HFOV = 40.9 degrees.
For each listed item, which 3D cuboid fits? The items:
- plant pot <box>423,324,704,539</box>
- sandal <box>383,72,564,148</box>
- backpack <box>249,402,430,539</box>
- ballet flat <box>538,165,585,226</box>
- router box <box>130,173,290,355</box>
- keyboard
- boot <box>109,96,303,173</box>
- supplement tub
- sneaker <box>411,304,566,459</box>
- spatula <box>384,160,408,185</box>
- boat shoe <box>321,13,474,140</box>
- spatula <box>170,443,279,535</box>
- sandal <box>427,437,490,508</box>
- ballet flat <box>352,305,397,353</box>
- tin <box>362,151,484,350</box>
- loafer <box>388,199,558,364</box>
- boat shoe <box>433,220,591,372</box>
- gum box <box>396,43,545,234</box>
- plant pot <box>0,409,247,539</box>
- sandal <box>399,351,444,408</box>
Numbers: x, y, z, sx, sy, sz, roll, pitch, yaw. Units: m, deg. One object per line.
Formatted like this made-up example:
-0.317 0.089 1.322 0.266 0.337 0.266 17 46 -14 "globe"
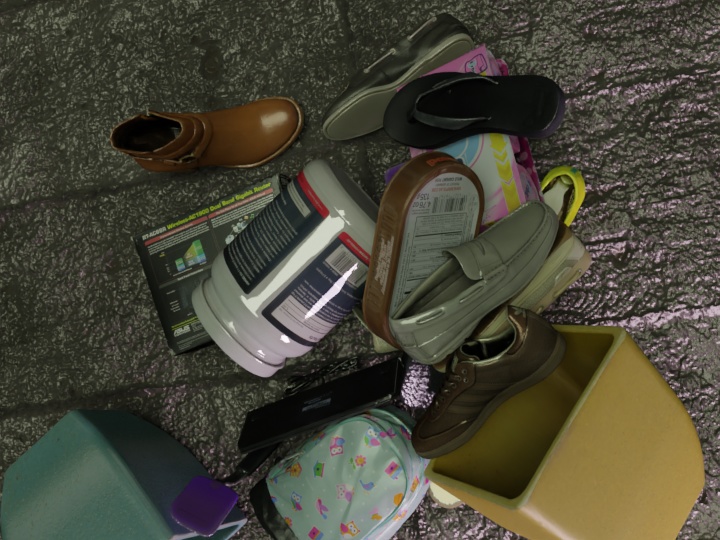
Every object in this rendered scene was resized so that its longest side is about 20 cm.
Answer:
0.221 0.194 0.961 0.200 0.194 0.197 41 74 -16 "plant pot"
0.107 -0.169 0.976 0.198 0.043 0.077 -1 80 34 "sandal"
-0.010 0.240 1.055 0.200 0.126 0.167 -42 81 11 "backpack"
0.179 -0.028 1.055 0.066 0.067 0.201 33 95 7 "ballet flat"
-0.151 -0.005 1.129 0.197 0.062 0.152 -21 85 11 "router box"
-0.042 0.141 1.072 0.197 0.128 0.021 -21 114 16 "keyboard"
-0.173 -0.161 1.092 0.197 0.155 0.078 -9 86 12 "boot"
-0.065 -0.002 1.005 0.200 0.140 0.141 -43 80 11 "supplement tub"
0.109 0.106 0.960 0.075 0.071 0.200 40 114 -16 "sneaker"
0.078 -0.028 1.100 0.056 0.020 0.203 -19 86 24 "spatula"
0.036 -0.220 1.101 0.198 0.067 0.057 -32 56 6 "boat shoe"
-0.135 0.221 1.048 0.056 0.200 0.021 20 112 16 "spatula"
0.129 0.169 1.058 0.077 0.070 0.213 32 95 11 "sandal"
0.000 0.000 1.097 0.062 0.067 0.202 -27 82 23 "ballet flat"
0.062 -0.015 0.950 0.042 0.111 0.203 38 126 50 "tin"
0.109 0.002 0.922 0.200 0.070 0.070 -46 37 -8 "loafer"
0.157 0.040 1.003 0.200 0.072 0.065 -46 117 5 "boat shoe"
0.117 -0.132 1.039 0.112 0.066 0.203 -22 69 28 "gum box"
-0.287 0.270 1.092 0.195 0.196 0.201 -42 72 8 "plant pot"
0.082 0.058 1.059 0.075 0.043 0.202 13 115 -21 "sandal"
